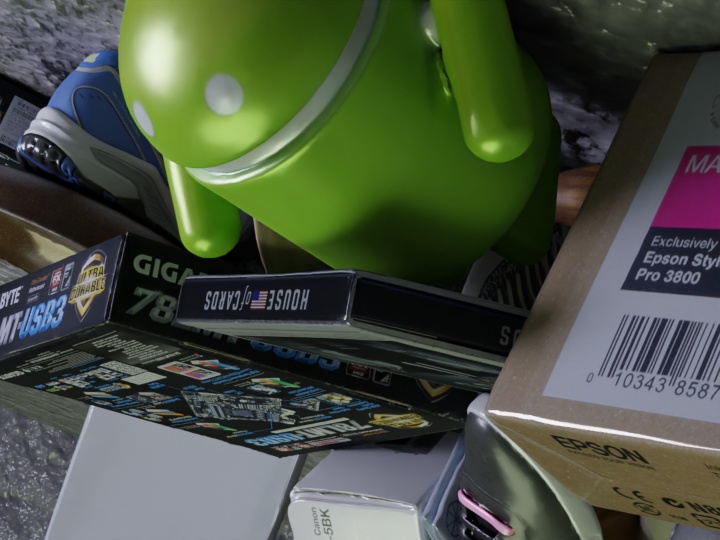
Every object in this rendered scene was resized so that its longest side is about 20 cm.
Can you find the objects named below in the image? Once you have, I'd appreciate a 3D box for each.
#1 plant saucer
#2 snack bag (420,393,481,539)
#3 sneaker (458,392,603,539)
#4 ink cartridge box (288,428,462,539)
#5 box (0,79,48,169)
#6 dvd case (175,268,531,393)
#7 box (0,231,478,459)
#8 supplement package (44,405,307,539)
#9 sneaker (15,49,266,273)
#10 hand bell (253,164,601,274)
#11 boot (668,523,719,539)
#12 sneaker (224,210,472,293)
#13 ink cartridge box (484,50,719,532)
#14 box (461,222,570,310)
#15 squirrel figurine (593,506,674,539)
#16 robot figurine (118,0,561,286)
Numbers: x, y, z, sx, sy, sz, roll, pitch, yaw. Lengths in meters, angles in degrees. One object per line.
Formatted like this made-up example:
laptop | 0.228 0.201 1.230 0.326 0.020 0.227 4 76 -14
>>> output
plant saucer | -0.153 -0.011 0.891 0.200 0.032 0.200 25 168 5
snack bag | 0.104 0.135 0.909 0.021 0.189 0.200 1 133 31
sneaker | 0.061 0.152 0.767 0.071 0.099 0.200 38 154 44
ink cartridge box | 0.054 0.147 0.929 0.083 0.200 0.147 2 114 31
box | -0.281 -0.096 1.046 0.159 0.046 0.200 27 165 -16
dvd case | 0.043 0.032 0.668 0.200 0.025 0.150 15 171 -29
box | -0.074 0.045 0.809 0.198 0.050 0.200 17 162 -28
supplement package | -0.113 0.124 1.164 0.147 0.192 0.200 21 -171 3
sneaker | -0.093 -0.045 0.885 0.076 0.077 0.200 10 159 45
hand bell | 0.062 -0.034 0.734 0.199 0.104 0.104 4 159 19
boot | 0.205 0.061 0.582 0.182 0.200 0.073 3 154 46
sneaker | 0.000 0.000 0.885 0.200 0.091 0.066 31 164 -28
ink cartridge box | 0.161 0.007 0.531 0.200 0.165 0.075 4 151 49
box | 0.141 0.015 0.756 0.068 0.082 0.200 35 160 -34
squirrel figurine | 0.192 0.135 0.867 0.141 0.200 0.187 41 146 20
robot figurine | -0.007 -0.067 0.609 0.175 0.116 0.200 -14 145 42
